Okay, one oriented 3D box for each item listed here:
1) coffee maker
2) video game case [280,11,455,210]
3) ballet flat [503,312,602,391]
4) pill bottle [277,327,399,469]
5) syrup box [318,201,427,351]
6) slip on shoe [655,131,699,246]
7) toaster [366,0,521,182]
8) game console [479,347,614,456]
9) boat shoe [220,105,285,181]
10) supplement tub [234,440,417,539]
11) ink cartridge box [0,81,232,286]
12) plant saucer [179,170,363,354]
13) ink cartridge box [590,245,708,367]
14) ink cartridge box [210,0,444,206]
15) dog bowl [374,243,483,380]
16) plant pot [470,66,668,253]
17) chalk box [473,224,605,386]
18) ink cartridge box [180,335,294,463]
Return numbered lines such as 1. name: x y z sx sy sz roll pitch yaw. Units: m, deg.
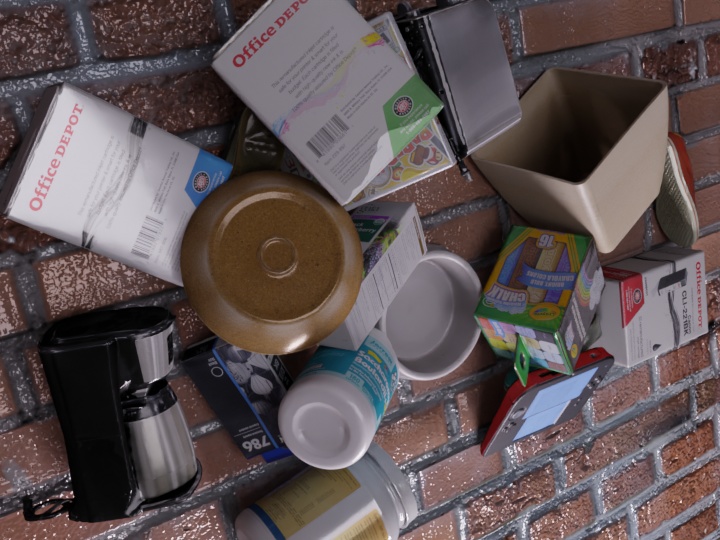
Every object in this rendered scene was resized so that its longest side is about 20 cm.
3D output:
1. coffee maker: -0.276 0.153 0.879 0.191 0.134 0.202 -16 106 -28
2. video game case: -0.015 -0.168 0.953 0.183 0.199 0.023 64 23 -11
3. ballet flat: 0.303 0.139 1.273 0.200 0.067 0.064 -39 120 -20
4. pill bottle: -0.017 0.138 0.988 0.200 0.110 0.112 -55 133 -64
5. syrup box: 0.000 0.000 1.007 0.200 0.078 0.082 -53 136 -40
6. slip on shoe: 0.522 -0.135 1.361 0.061 0.074 0.201 -28 107 -28
7. toaster: 0.086 -0.225 1.009 0.118 0.180 0.201 -31 113 -25
8. game console: 0.280 0.198 1.239 0.199 0.031 0.178 -14 138 -29
9. boat shoe: -0.133 -0.105 0.963 0.071 0.066 0.202 12 108 -20
10. supplement tub: -0.042 0.318 1.043 0.199 0.144 0.146 -29 112 -24
11. ink cartridge box: -0.259 -0.089 0.877 0.199 0.084 0.146 25 84 -33
12. plant saucer: -0.090 -0.013 0.877 0.198 0.035 0.202 2 80 -13
13. ink cartridge box: 0.469 0.054 1.349 0.199 0.084 0.146 -17 106 -29
14. ink cartridge box: -0.035 -0.189 0.865 0.145 0.088 0.200 -45 94 0
15. dog bowl: 0.085 0.057 1.130 0.199 0.059 0.202 -6 102 -31
16. plant pot: 0.313 -0.144 1.166 0.200 0.199 0.177 -47 129 -16
17. chalk box: 0.243 0.058 1.149 0.201 0.123 0.125 -62 144 -23
18. ink cartridge box: -0.123 0.161 1.000 0.099 0.039 0.201 -23 115 16
